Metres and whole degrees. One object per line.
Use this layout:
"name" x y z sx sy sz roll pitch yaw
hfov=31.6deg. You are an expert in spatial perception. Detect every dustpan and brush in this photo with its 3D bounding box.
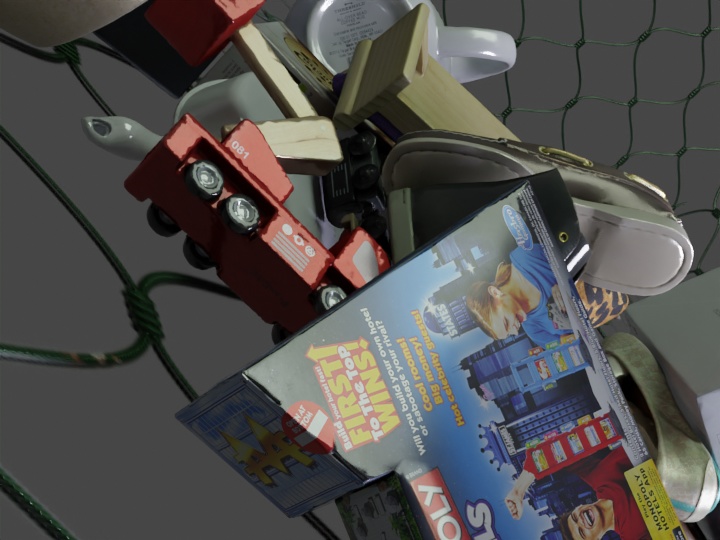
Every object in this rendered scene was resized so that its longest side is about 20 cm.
"dustpan and brush" -0.083 -0.066 0.740 0.200 0.057 0.141 23 47 -63

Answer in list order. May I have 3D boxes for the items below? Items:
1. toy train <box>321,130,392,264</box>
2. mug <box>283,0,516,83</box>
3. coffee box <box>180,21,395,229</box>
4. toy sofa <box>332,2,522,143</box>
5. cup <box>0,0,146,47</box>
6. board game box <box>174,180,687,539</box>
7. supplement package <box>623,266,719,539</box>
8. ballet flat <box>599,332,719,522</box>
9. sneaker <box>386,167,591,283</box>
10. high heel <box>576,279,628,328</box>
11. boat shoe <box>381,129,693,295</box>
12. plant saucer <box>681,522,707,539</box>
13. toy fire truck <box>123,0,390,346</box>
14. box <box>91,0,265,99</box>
"toy train" 0.000 0.000 0.733 0.034 0.045 0.202 56 21 -49
"mug" 0.028 -0.173 1.038 0.175 0.197 0.150 59 29 -87
"coffee box" -0.022 -0.077 0.905 0.200 0.080 0.113 46 13 -3
"toy sofa" 0.068 -0.070 0.851 0.200 0.097 0.083 40 41 -24
"cup" -0.162 -0.203 0.650 0.144 0.198 0.201 61 5 -27
"board game box" 0.031 0.077 0.545 0.198 0.062 0.202 -14 77 -40
"supplement package" 0.312 0.116 0.937 0.191 0.145 0.202 -101 169 -73
"ballet flat" 0.189 0.099 0.892 0.062 0.068 0.200 10 23 -16
"sneaker" 0.077 0.030 0.669 0.075 0.105 0.202 63 17 -58
"high heel" 0.110 0.070 0.766 0.198 0.072 0.144 -7 54 -30
"boat shoe" 0.106 -0.044 0.772 0.197 0.072 0.060 16 36 -10
"plant saucer" 0.237 0.204 0.936 0.201 0.032 0.200 55 9 -12
"toy fire truck" -0.052 -0.060 0.682 0.200 0.049 0.142 44 45 -11
"box" -0.113 -0.259 0.884 0.117 0.200 0.197 38 16 -28
